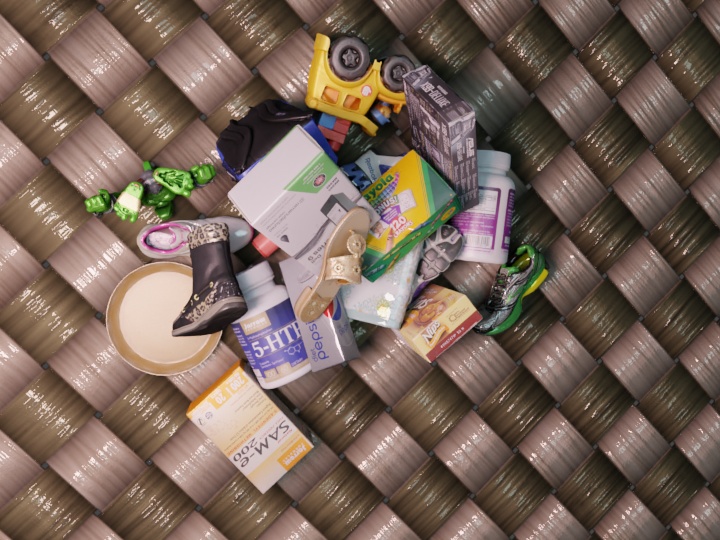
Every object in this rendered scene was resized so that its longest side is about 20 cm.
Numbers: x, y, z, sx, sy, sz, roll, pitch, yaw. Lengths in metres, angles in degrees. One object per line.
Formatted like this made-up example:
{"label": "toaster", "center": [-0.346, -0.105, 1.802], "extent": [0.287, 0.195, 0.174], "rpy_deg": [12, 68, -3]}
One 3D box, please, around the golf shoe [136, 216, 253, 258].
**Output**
{"label": "golf shoe", "center": [-0.285, -0.054, 1.055], "extent": [0.199, 0.092, 0.076], "rpy_deg": [-8, 93, -11]}

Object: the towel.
{"label": "towel", "center": [0.000, 0.000, 1.082], "extent": [0.199, 0.048, 0.172], "rpy_deg": [14, 91, 23]}

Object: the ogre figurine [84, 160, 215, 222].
{"label": "ogre figurine", "center": [-0.343, -0.137, 1.025], "extent": [0.200, 0.120, 0.098], "rpy_deg": [-38, 102, -4]}

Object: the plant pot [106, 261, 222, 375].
{"label": "plant pot", "center": [-0.344, 0.085, 1.083], "extent": [0.199, 0.027, 0.201], "rpy_deg": [0, 92, -9]}

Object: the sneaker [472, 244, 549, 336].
{"label": "sneaker", "center": [0.270, 0.034, 1.150], "extent": [0.200, 0.078, 0.085], "rpy_deg": [-53, 129, -10]}

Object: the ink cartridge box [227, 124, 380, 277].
{"label": "ink cartridge box", "center": [-0.077, -0.097, 0.925], "extent": [0.146, 0.200, 0.084], "rpy_deg": [-45, 55, 3]}

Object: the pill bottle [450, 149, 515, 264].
{"label": "pill bottle", "center": [0.225, -0.116, 1.128], "extent": [0.112, 0.112, 0.201], "rpy_deg": [6, 92, -10]}

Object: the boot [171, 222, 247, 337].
{"label": "boot", "center": [-0.261, 0.022, 1.014], "extent": [0.073, 0.203, 0.154], "rpy_deg": [-1, 72, -41]}

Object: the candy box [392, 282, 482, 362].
{"label": "candy box", "center": [0.122, 0.086, 1.074], "extent": [0.115, 0.200, 0.055], "rpy_deg": [-39, 100, -5]}

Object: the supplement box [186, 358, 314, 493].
{"label": "supplement box", "center": [-0.195, 0.277, 1.094], "extent": [0.126, 0.074, 0.200], "rpy_deg": [-42, 99, -5]}

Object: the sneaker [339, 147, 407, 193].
{"label": "sneaker", "center": [0.066, -0.149, 1.114], "extent": [0.115, 0.081, 0.199], "rpy_deg": [-45, 98, -4]}

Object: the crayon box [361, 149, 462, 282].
{"label": "crayon box", "center": [0.054, -0.091, 1.022], "extent": [0.200, 0.058, 0.119], "rpy_deg": [-40, 63, 5]}

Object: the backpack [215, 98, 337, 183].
{"label": "backpack", "center": [-0.146, -0.182, 1.021], "extent": [0.162, 0.200, 0.168], "rpy_deg": [-35, 130, -10]}

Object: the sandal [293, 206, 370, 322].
{"label": "sandal", "center": [-0.026, 0.009, 0.950], "extent": [0.077, 0.070, 0.212], "rpy_deg": [8, 120, -48]}

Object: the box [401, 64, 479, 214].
{"label": "box", "center": [0.137, -0.217, 1.028], "extent": [0.050, 0.158, 0.200], "rpy_deg": [-25, 139, -8]}

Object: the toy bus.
{"label": "toy bus", "center": [-0.004, -0.301, 1.078], "extent": [0.199, 0.136, 0.193], "rpy_deg": [15, 103, -13]}

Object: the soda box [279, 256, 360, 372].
{"label": "soda box", "center": [-0.070, 0.067, 1.049], "extent": [0.068, 0.063, 0.201], "rpy_deg": [-22, 81, 24]}

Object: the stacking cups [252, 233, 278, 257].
{"label": "stacking cups", "center": [-0.108, -0.102, 1.096], "extent": [0.200, 0.061, 0.061], "rpy_deg": [-44, 99, -5]}

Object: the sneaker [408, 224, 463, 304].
{"label": "sneaker", "center": [0.105, -0.005, 1.115], "extent": [0.081, 0.083, 0.200], "rpy_deg": [47, 107, 9]}

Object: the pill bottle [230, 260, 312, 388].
{"label": "pill bottle", "center": [-0.161, 0.092, 1.068], "extent": [0.119, 0.120, 0.201], "rpy_deg": [-26, 97, -7]}
